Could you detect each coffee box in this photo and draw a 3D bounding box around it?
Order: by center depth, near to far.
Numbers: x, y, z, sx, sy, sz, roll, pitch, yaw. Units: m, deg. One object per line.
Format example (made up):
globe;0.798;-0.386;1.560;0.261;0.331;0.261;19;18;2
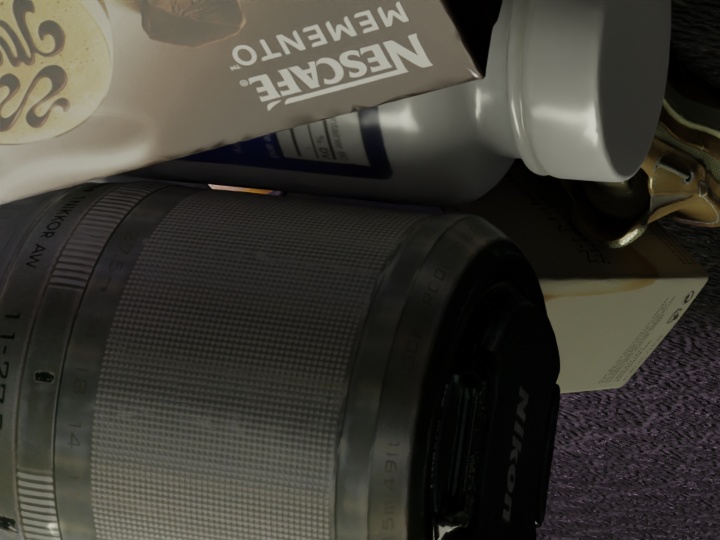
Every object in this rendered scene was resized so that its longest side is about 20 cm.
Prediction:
coffee box;-0.067;-0.100;0.765;0.200;0.080;0.113;-12;128;21

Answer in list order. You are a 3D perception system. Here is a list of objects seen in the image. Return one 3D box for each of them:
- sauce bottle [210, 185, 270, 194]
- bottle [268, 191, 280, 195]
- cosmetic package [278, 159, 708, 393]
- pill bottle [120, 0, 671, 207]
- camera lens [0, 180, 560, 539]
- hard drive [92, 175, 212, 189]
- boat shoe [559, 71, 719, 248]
sauce bottle;-0.030;-0.074;1.053;0.066;0.066;0.200;17;164;-19
bottle;-0.116;-0.028;1.295;0.200;0.065;0.084;3;162;31
cosmetic package;0.055;-0.004;1.036;0.105;0.071;0.200;45;-159;21
pill bottle;0.002;-0.084;0.871;0.200;0.120;0.120;7;165;21
camera lens;-0.038;0.052;0.879;0.200;0.160;0.160;7;165;21
hard drive;-0.140;-0.057;0.974;0.132;0.027;0.200;11;163;23
boat shoe;0.107;-0.045;1.020;0.072;0.076;0.200;1;163;31
